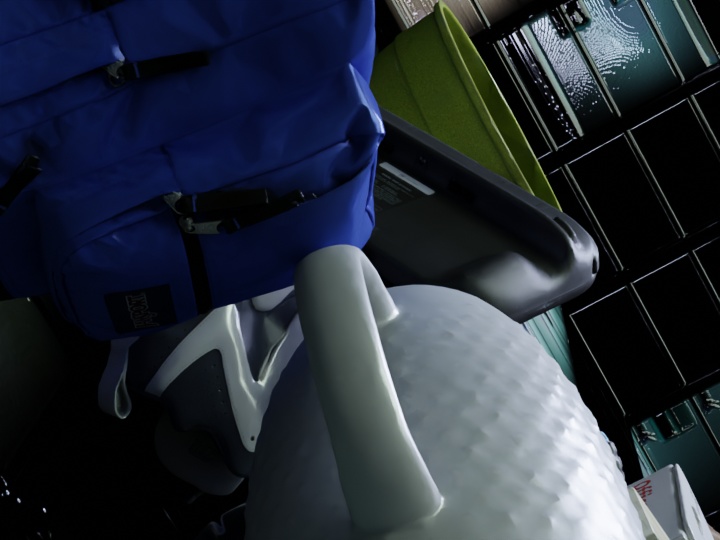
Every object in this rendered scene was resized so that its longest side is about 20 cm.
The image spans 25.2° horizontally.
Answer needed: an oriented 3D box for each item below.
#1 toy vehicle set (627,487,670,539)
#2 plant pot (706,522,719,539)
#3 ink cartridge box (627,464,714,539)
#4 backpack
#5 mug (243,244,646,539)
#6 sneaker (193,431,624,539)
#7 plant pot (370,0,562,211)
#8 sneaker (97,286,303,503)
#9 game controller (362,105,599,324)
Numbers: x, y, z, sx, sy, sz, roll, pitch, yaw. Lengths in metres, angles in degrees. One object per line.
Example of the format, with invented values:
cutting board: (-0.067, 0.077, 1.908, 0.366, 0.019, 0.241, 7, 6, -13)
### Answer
toy vehicle set: (0.059, 0.182, 0.706, 0.124, 0.199, 0.027, 51, 14, -39)
plant pot: (0.134, 0.206, 1.089, 0.201, 0.200, 0.175, 53, -3, -37)
ink cartridge box: (0.101, 0.197, 0.861, 0.083, 0.199, 0.147, 62, 11, -2)
backpack: (-0.096, -0.064, 0.581, 0.163, 0.199, 0.169, 91, -18, -66)
mug: (0.020, 0.078, 0.581, 0.176, 0.147, 0.201, -100, 169, -48)
sneaker: (0.021, 0.114, 0.728, 0.087, 0.199, 0.075, 56, 17, -74)
plant pot: (0.020, -0.050, 1.106, 0.201, 0.192, 0.201, 58, 12, -20)
sneaker: (-0.043, 0.053, 0.767, 0.079, 0.130, 0.199, 12, -9, 43)
game controller: (0.014, -0.033, 0.762, 0.200, 0.104, 0.042, 33, -43, 34)
